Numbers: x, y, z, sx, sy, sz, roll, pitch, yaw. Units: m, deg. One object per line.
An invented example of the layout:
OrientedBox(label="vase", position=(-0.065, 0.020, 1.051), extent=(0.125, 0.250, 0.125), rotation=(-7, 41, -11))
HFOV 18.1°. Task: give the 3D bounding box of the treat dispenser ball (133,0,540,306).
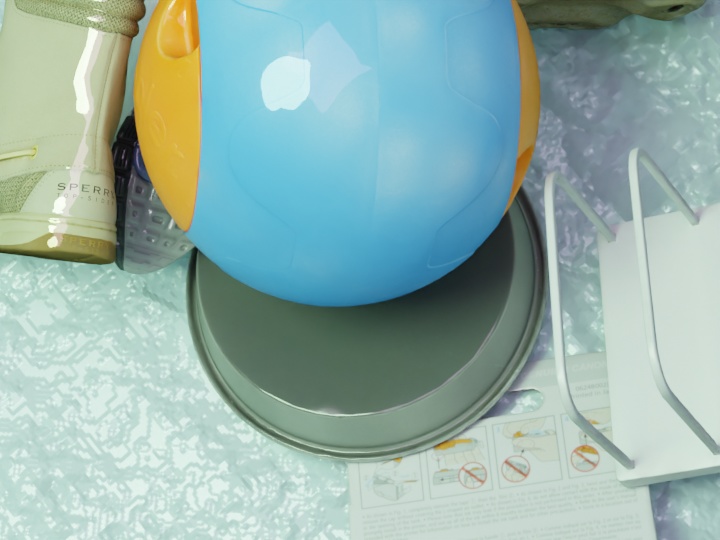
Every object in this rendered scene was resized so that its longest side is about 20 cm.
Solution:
OrientedBox(label="treat dispenser ball", position=(-0.011, -0.084, 1.107), extent=(0.199, 0.201, 0.203), rotation=(-2, 76, 7))

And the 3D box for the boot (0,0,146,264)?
OrientedBox(label="boot", position=(-0.179, -0.088, 1.187), extent=(0.072, 0.199, 0.157), rotation=(9, 90, -33))

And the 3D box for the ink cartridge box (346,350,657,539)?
OrientedBox(label="ink cartridge box", position=(0.076, 0.148, 1.173), extent=(0.158, 0.047, 0.202), rotation=(-9, 59, 6))

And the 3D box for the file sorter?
OrientedBox(label="file sorter", position=(0.197, 0.008, 1.093), extent=(0.198, 0.124, 0.140), rotation=(-12, 66, 22))

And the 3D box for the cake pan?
OrientedBox(label="cake pan", position=(0.000, 0.000, 1.204), extent=(0.198, 0.037, 0.202), rotation=(-3, 71, 9))

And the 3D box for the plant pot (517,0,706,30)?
OrientedBox(label="plant pot", position=(0.115, -0.227, 1.189), extent=(0.198, 0.200, 0.185), rotation=(-2, 87, 7))

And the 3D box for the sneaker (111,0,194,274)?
OrientedBox(label="sneaker", position=(-0.099, -0.089, 1.226), extent=(0.074, 0.087, 0.202), rotation=(21, 70, -19))
